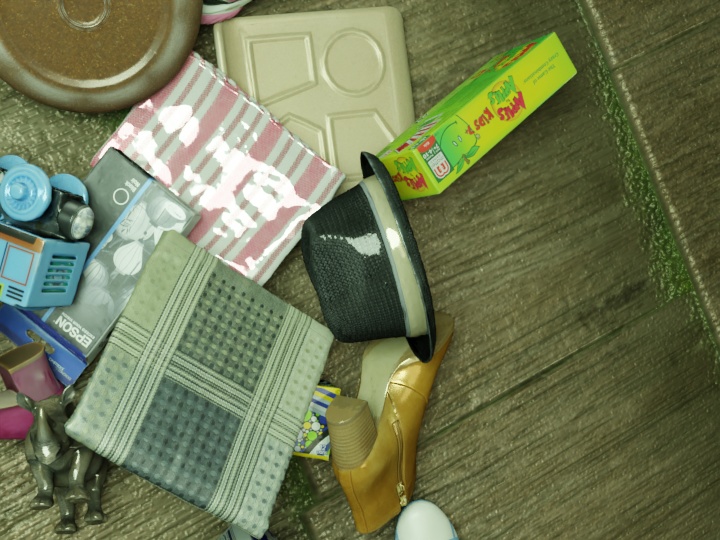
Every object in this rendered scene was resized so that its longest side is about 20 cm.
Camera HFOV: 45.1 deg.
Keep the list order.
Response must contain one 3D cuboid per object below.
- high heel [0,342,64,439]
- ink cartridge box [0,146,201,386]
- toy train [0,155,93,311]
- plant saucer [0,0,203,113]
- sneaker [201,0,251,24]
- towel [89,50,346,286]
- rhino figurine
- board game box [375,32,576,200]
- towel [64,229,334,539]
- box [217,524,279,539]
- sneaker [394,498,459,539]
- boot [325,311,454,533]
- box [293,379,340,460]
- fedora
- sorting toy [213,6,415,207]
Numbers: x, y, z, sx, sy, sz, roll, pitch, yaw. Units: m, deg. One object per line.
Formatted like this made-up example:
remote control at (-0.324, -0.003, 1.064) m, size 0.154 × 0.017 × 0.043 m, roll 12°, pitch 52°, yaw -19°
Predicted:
high heel at (-0.338, 0.147, 0.728) m, size 0.199 × 0.067 × 0.097 m, roll -28°, pitch 123°, yaw -30°
ink cartridge box at (-0.240, 0.000, 0.771) m, size 0.099 × 0.039 × 0.201 m, roll 37°, pitch 91°, yaw -1°
toy train at (-0.317, -0.044, 0.721) m, size 0.198 × 0.087 × 0.116 m, roll 19°, pitch 92°, yaw 12°
plant saucer at (-0.226, -0.221, 0.708) m, size 0.197 × 0.037 × 0.203 m, roll -8°, pitch 120°, yaw -15°
sneaker at (-0.081, -0.297, 0.797) m, size 0.200 × 0.086 × 0.081 m, roll -41°, pitch 92°, yaw -25°
towel at (-0.131, -0.091, 0.795) m, size 0.199 × 0.030 × 0.147 m, roll 39°, pitch 95°, yaw 1°
rhino figurine at (-0.248, 0.151, 0.720) m, size 0.059 × 0.201 × 0.089 m, roll -4°, pitch 61°, yaw -9°
board game box at (0.106, -0.146, 0.839) m, size 0.200 × 0.101 × 0.048 m, roll -42°, pitch 106°, yaw -21°
towel at (-0.126, 0.092, 0.734) m, size 0.192 × 0.034 × 0.202 m, roll 34°, pitch 57°, yaw -21°
box at (-0.093, 0.368, 0.804) m, size 0.200 × 0.105 × 0.184 m, roll 44°, pitch 80°, yaw -12°
sneaker at (0.081, 0.330, 0.868) m, size 0.071 × 0.072 × 0.203 m, roll -12°, pitch 92°, yaw -13°
boot at (0.039, 0.147, 0.860) m, size 0.201 × 0.070 × 0.146 m, roll -43°, pitch 130°, yaw -39°
box at (-0.124, 0.126, 0.815) m, size 0.197 × 0.064 × 0.071 m, roll 11°, pitch 87°, yaw -15°
fedora at (0.000, 0.000, 0.777) m, size 0.090 × 0.201 × 0.203 m, roll -19°, pitch 95°, yaw -5°
sorting toy at (-0.039, -0.159, 0.855) m, size 0.197 × 0.036 × 0.188 m, roll -9°, pitch 93°, yaw -19°
